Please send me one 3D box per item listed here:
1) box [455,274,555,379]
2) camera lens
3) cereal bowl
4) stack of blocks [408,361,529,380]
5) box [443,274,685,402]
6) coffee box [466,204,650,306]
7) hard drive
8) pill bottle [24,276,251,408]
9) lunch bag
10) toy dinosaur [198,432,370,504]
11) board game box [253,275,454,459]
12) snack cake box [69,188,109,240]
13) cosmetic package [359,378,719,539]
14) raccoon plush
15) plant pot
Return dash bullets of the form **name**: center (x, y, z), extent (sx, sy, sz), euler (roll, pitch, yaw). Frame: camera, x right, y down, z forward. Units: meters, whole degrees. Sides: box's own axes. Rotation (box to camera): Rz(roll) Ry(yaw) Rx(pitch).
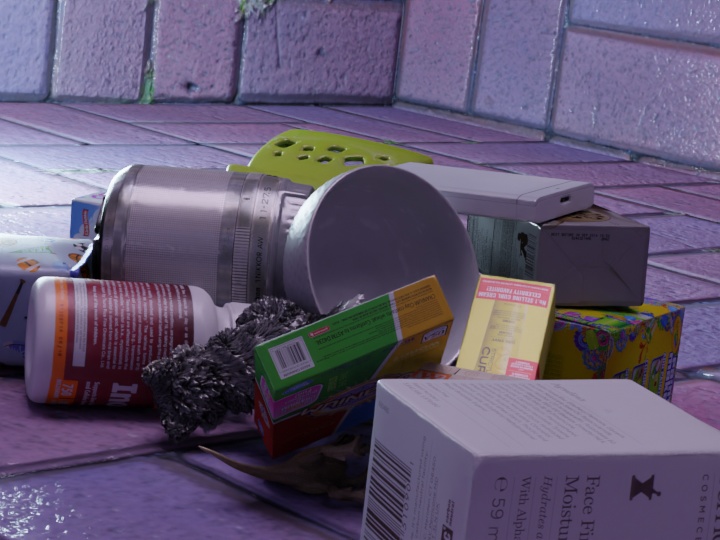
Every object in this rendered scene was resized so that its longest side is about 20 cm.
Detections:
- **box**: center (0.118, 0.095, 1.615), extent (0.075, 0.050, 0.200), euler (9, 47, 12)
- **camera lens**: center (-0.148, -0.016, 1.799), extent (0.199, 0.161, 0.160), euler (4, 11, 4)
- **cereal bowl**: center (0.009, 0.010, 1.685), extent (0.199, 0.201, 0.083), euler (-2, -11, -39)
- **stack of blocks**: center (0.132, 0.148, 1.458), extent (0.199, 0.116, 0.059), euler (10, 12, 15)
- **box**: center (0.179, 0.082, 1.804), extent (0.199, 0.123, 0.192), euler (12, 12, 29)
- **coffee box**: center (0.186, -0.023, 1.821), extent (0.112, 0.080, 0.200), euler (1, 11, -16)
- **hard drive**: center (0.105, -0.075, 1.793), extent (0.199, 0.027, 0.132), euler (8, 13, 30)
- **pill bottle**: center (-0.196, 0.067, 1.682), extent (0.199, 0.114, 0.113), euler (4, 11, -15)
- **lunch bag**: center (-0.333, 0.021, 1.820), extent (0.169, 0.124, 0.200), euler (4, 18, 0)
- **toy dinosaur**: center (-0.039, 0.161, 1.498), extent (0.101, 0.059, 0.200), euler (-4, -4, 29)
- **board game box**: center (-0.009, 0.081, 1.508), extent (0.152, 0.040, 0.200), euler (-22, -18, -10)
- **snack cake box**: center (-0.264, -0.033, 2.149), extent (0.067, 0.116, 0.200), euler (9, 11, 14)
- **cosmetic package**: center (0.120, 0.169, 1.210), extent (0.199, 0.166, 0.165), euler (1, 12, -22)
- **raccoon plush**: center (-0.095, 0.069, 1.565), extent (0.134, 0.097, 0.200), euler (-21, -16, -40)
- **plant pot**: center (-0.049, -0.035, 2.100), extent (0.198, 0.201, 0.181), euler (13, 20, 28)
